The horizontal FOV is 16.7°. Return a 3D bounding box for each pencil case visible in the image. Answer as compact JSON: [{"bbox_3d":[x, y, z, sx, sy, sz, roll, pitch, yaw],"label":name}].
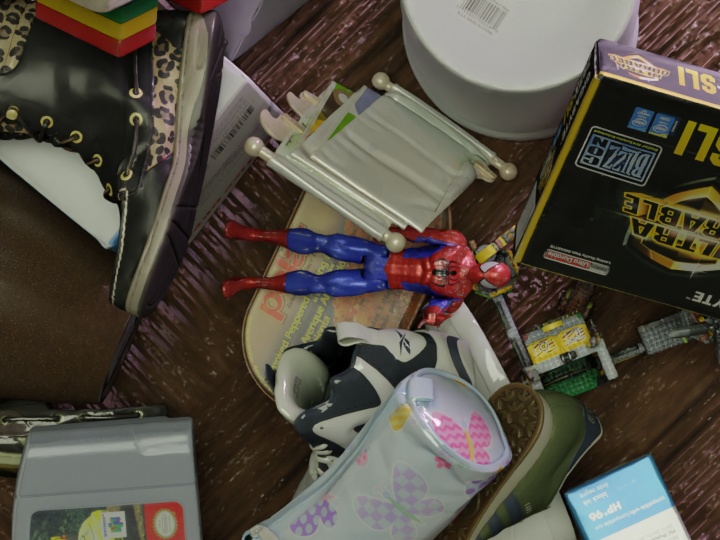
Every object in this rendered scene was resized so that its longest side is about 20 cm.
[{"bbox_3d":[0.008,0.150,1.606,0.091,0.083,0.200,41,121,-7],"label":"pencil case"}]

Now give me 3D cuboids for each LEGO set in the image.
[{"bbox_3d":[0.167,0.015,1.692,0.200,0.116,0.154,-14,85,2],"label":"LEGO set"}]

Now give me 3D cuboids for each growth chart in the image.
[{"bbox_3d":[0.013,-0.082,1.689,0.145,0.200,0.018,38,123,10],"label":"growth chart"}]

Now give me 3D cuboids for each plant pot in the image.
[{"bbox_3d":[-0.253,0.012,1.695,0.200,0.187,0.187,22,88,0],"label":"plant pot"}]

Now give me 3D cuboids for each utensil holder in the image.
[{"bbox_3d":[0.109,-0.185,1.671,0.170,0.200,0.170,0,85,3],"label":"utensil holder"}]

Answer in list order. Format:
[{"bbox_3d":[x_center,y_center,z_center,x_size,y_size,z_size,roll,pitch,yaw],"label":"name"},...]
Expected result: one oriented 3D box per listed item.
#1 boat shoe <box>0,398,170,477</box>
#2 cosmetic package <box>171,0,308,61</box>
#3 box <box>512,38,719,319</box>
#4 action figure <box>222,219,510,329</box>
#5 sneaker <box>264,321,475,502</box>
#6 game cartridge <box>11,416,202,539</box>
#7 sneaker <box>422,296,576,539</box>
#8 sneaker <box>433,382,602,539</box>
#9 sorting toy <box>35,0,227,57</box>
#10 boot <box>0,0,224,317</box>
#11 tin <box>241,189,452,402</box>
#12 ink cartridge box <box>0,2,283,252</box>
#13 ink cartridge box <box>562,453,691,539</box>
[{"bbox_3d":[-0.231,0.114,1.739,0.201,0.072,0.066,5,81,-1],"label":"boat shoe"},{"bbox_3d":[-0.039,-0.245,1.693,0.200,0.107,0.090,-39,83,-30],"label":"cosmetic package"},{"bbox_3d":[0.218,-0.050,1.590,0.200,0.049,0.160,16,126,-8],"label":"box"},{"bbox_3d":[0.000,0.000,1.670,0.200,0.099,0.065,3,95,10],"label":"action figure"},{"bbox_3d":[-0.026,0.105,1.668,0.129,0.080,0.199,20,132,-28],"label":"sneaker"},{"bbox_3d":[-0.174,0.202,1.707,0.133,0.041,0.200,-4,106,1],"label":"game cartridge"},{"bbox_3d":[0.060,0.121,1.715,0.115,0.074,0.200,-24,86,-1],"label":"sneaker"},{"bbox_3d":[0.088,0.156,1.652,0.200,0.090,0.067,-52,53,26],"label":"sneaker"},{"bbox_3d":[-0.171,-0.213,1.538,0.199,0.200,0.070,26,129,27],"label":"sorting toy"},{"bbox_3d":[-0.174,-0.079,1.543,0.150,0.073,0.200,11,83,5],"label":"boot"},{"bbox_3d":[-0.010,0.007,1.746,0.112,0.042,0.200,26,88,1],"label":"tin"},{"bbox_3d":[-0.160,-0.104,1.682,0.145,0.200,0.147,39,89,8],"label":"ink cartridge box"},{"bbox_3d":[0.208,0.229,1.675,0.068,0.116,0.200,-25,84,2],"label":"ink cartridge box"}]
